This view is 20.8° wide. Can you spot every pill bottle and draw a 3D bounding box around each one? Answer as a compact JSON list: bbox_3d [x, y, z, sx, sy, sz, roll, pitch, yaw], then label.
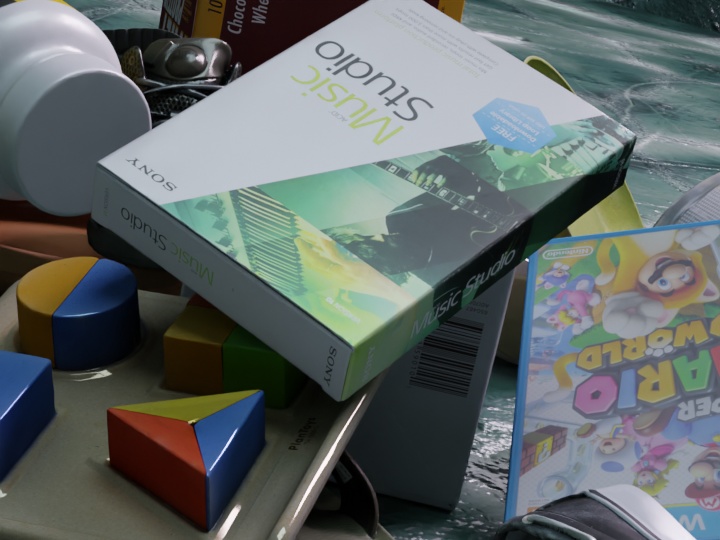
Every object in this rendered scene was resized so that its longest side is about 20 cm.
[{"bbox_3d":[-0.198,-0.105,1.068,0.111,0.112,0.200,-1,25,-40],"label":"pill bottle"}]

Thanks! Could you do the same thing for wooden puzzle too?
[{"bbox_3d":[-0.097,0.048,0.792,0.199,0.047,0.185,4,29,17],"label":"wooden puzzle"}]

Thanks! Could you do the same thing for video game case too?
[{"bbox_3d":[0.141,0.052,0.891,0.142,0.018,0.201,-6,43,16],"label":"video game case"}]

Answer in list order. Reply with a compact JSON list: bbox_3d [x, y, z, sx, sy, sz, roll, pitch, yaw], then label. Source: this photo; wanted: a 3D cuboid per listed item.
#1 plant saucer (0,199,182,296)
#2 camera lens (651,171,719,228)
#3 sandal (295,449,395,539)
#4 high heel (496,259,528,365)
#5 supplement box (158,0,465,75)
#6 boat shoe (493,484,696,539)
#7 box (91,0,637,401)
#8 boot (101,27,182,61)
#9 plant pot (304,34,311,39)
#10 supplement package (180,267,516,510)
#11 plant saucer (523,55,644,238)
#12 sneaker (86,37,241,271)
[{"bbox_3d":[-0.176,-0.018,1.142,0.199,0.038,0.200,12,15,-3],"label":"plant saucer"},{"bbox_3d":[0.241,0.041,1.013,0.159,0.161,0.200,5,17,-25],"label":"camera lens"},{"bbox_3d":[-0.027,0.091,0.818,0.079,0.058,0.201,-1,20,-40],"label":"sandal"},{"bbox_3d":[0.085,-0.026,1.168,0.200,0.071,0.143,34,36,-14],"label":"high heel"},{"bbox_3d":[-0.045,-0.167,1.477,0.199,0.198,0.133,7,16,-17],"label":"supplement box"},{"bbox_3d":[0.118,0.139,0.725,0.068,0.074,0.199,-6,29,-27],"label":"boat shoe"},{"bbox_3d":[0.005,-0.041,0.840,0.144,0.036,0.200,34,49,23],"label":"box"},{"bbox_3d":[-0.185,-0.121,1.329,0.199,0.078,0.138,12,-6,16],"label":"boot"},{"bbox_3d":[0.015,-0.074,1.295,0.199,0.141,0.200,10,15,-3],"label":"plant pot"},{"bbox_3d":[0.000,0.000,0.985,0.150,0.153,0.200,14,15,3],"label":"supplement package"},{"bbox_3d":[0.139,-0.041,1.262,0.031,0.201,0.200,-25,3,20],"label":"plant saucer"},{"bbox_3d":[-0.108,-0.067,1.091,0.076,0.115,0.200,8,17,-8],"label":"sneaker"}]
